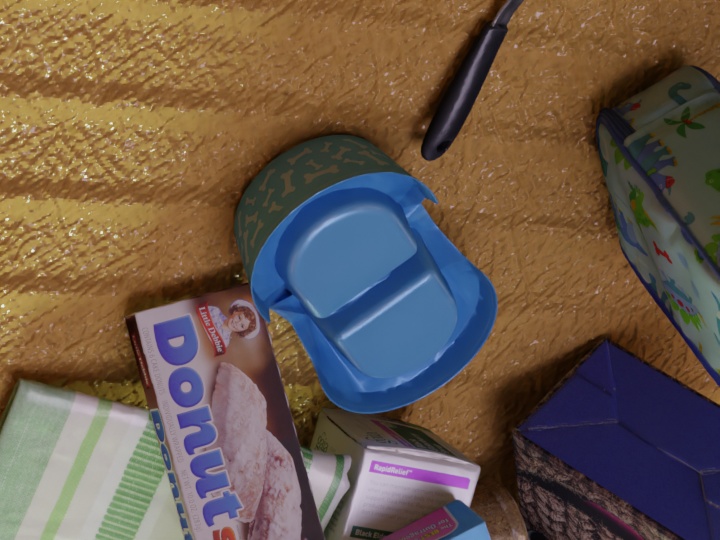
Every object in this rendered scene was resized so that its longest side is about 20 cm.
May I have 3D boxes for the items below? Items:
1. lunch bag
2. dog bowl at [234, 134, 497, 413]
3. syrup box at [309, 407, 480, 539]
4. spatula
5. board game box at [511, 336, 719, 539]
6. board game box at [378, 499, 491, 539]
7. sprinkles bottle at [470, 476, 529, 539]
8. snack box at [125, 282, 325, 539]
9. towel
[{"bbox_3d":[0.211,-0.002,1.306,0.082,0.200,0.161,-29,141,-5],"label":"lunch bag"},{"bbox_3d":[0.000,0.000,1.281,0.111,0.050,0.200,-35,142,1],"label":"dog bowl"},{"bbox_3d":[-0.003,0.190,1.380,0.081,0.079,0.201,13,98,-25],"label":"syrup box"},{"bbox_3d":[0.083,-0.136,1.220,0.056,0.021,0.200,-5,136,-49],"label":"spatula"},{"bbox_3d":[0.190,0.169,1.480,0.097,0.159,0.200,-42,145,-25],"label":"board game box"},{"bbox_3d":[-0.001,0.241,1.327,0.199,0.040,0.153,-26,111,-14],"label":"board game box"},{"bbox_3d":[0.006,0.193,1.468,0.199,0.068,0.068,-20,139,-18],"label":"sprinkles bottle"},{"bbox_3d":[-0.066,0.112,1.260,0.072,0.201,0.024,-15,179,-21],"label":"snack box"},{"bbox_3d":[-0.120,0.139,1.315,0.199,0.023,0.153,15,122,-19],"label":"towel"}]
